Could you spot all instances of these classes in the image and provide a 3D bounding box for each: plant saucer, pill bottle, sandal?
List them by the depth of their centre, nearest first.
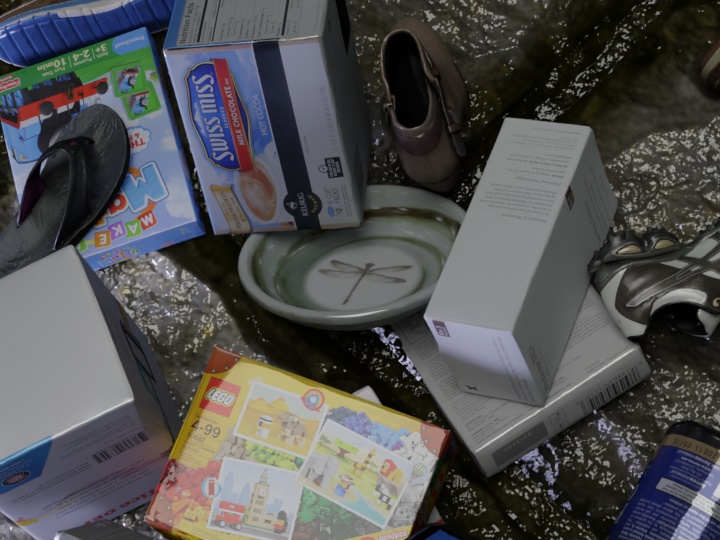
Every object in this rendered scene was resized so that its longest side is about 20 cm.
[{"bbox_3d":[0.236,0.224,1.464,0.111,0.112,0.201,29,76,19],"label":"pill bottle"},{"bbox_3d":[0.000,0.000,1.600,0.198,0.051,0.201,-7,32,4],"label":"plant saucer"},{"bbox_3d":[-0.261,-0.056,1.659,0.075,0.048,0.201,25,77,19],"label":"sandal"}]

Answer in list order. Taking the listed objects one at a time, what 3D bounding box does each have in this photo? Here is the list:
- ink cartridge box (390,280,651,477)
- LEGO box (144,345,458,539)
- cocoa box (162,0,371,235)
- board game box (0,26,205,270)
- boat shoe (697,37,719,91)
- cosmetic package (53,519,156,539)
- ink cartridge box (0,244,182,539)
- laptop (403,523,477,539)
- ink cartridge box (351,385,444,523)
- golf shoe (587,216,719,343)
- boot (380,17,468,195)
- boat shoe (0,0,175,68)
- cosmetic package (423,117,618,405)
[{"bbox_3d":[0.119,0.052,1.599,0.160,0.050,0.200,-32,49,-3],"label":"ink cartridge box"},{"bbox_3d":[-0.044,0.166,1.508,0.199,0.077,0.150,18,76,13],"label":"LEGO box"},{"bbox_3d":[-0.072,-0.147,1.600,0.130,0.201,0.134,-4,42,9],"label":"cocoa box"},{"bbox_3d":[-0.233,-0.102,1.717,0.150,0.037,0.201,-18,68,3],"label":"board game box"},{"bbox_3d":[0.383,-0.197,1.624,0.201,0.075,0.075,-30,73,-3],"label":"boat shoe"},{"bbox_3d":[-0.147,0.280,1.512,0.199,0.090,0.108,18,96,20],"label":"cosmetic package"},{"bbox_3d":[-0.239,0.106,1.548,0.146,0.200,0.147,-25,65,0],"label":"ink cartridge box"},{"bbox_3d":[0.067,0.299,1.413,0.177,0.103,0.201,-37,76,31],"label":"laptop"},{"bbox_3d":[-0.013,0.217,1.548,0.162,0.057,0.201,-30,62,-2],"label":"ink cartridge box"},{"bbox_3d":[0.284,0.007,1.552,0.198,0.078,0.095,-11,70,-8],"label":"golf shoe"},{"bbox_3d":[0.047,-0.160,1.627,0.070,0.146,0.201,-20,63,7],"label":"boot"},{"bbox_3d":[-0.241,-0.241,1.762,0.198,0.072,0.073,-14,54,2],"label":"boat shoe"},{"bbox_3d":[0.130,-0.008,1.538,0.081,0.113,0.201,7,60,26],"label":"cosmetic package"}]
